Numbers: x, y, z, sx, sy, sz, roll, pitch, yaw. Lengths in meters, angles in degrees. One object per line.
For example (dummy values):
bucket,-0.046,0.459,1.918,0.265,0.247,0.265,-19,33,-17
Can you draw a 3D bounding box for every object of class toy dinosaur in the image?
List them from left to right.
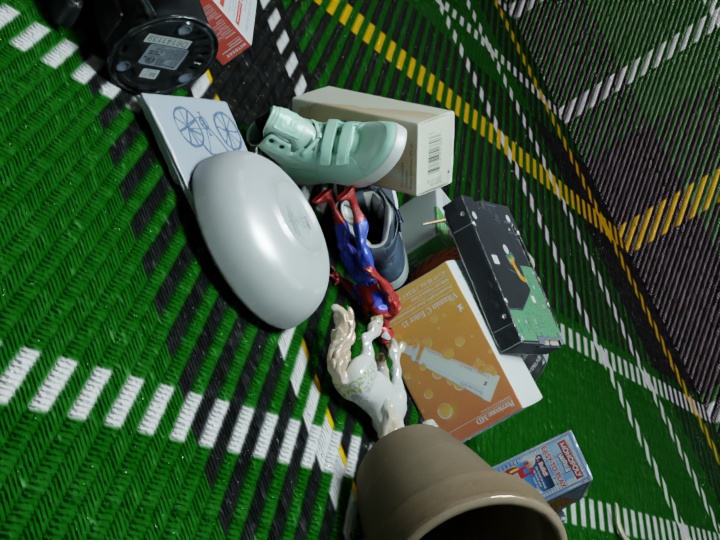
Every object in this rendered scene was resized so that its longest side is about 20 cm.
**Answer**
toy dinosaur,0.447,0.461,2.015,0.201,0.047,0.088,59,5,-1

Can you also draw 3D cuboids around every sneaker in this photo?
sneaker,-0.047,-0.150,1.509,0.118,0.199,0.074,31,63,-41
sneaker,0.004,-0.092,1.637,0.146,0.076,0.204,59,11,-62

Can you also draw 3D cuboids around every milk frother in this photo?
milk frother,-0.212,-0.320,1.304,0.180,0.199,0.189,20,42,-54

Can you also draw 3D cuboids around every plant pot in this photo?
plant pot,0.077,0.244,1.252,0.200,0.200,0.175,44,7,-35

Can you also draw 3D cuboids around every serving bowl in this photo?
serving bowl,-0.090,-0.043,1.352,0.200,0.065,0.201,50,24,-32

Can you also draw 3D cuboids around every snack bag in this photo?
snack bag,-0.152,-0.098,1.394,0.201,0.021,0.188,64,21,5

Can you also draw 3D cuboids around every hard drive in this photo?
hard drive,0.180,0.008,1.623,0.139,0.038,0.202,6,58,-58

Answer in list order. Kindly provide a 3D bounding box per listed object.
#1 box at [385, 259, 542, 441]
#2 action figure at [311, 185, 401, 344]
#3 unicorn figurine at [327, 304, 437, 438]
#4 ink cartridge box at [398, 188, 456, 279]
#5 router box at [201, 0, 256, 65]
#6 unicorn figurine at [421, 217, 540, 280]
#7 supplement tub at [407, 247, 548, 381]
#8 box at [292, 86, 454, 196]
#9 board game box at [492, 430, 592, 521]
box,0.117,0.104,1.606,0.201,0.124,0.097,62,20,9
action figure,0.000,0.000,1.545,0.052,0.065,0.201,-46,120,-45
unicorn figurine,0.025,0.131,1.418,0.199,0.074,0.138,30,45,-31
ink cartridge box,0.136,-0.001,1.861,0.200,0.083,0.147,49,22,-24
router box,-0.205,-0.380,1.628,0.180,0.049,0.201,49,22,-28
unicorn figurine,0.177,-0.042,1.771,0.199,0.074,0.137,33,1,-5
supplement tub,0.156,0.072,1.748,0.200,0.122,0.123,49,22,-26
box,0.013,-0.162,1.594,0.077,0.199,0.096,-24,121,-47
board game box,0.177,0.254,1.420,0.200,0.199,0.062,24,38,-57
